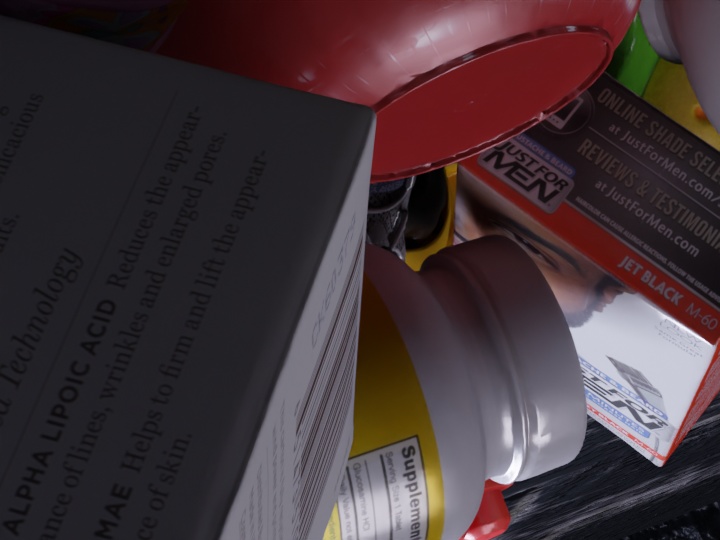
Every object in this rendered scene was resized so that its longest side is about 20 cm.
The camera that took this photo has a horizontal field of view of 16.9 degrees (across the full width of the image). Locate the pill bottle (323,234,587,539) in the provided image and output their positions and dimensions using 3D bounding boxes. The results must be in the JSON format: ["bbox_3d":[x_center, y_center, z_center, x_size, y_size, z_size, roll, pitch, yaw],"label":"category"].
[{"bbox_3d":[-0.031,0.056,0.817,0.200,0.113,0.112,-18,165,-18],"label":"pill bottle"}]

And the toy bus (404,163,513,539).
[{"bbox_3d":[0.022,0.030,1.064,0.200,0.192,0.136,-9,159,-48],"label":"toy bus"}]

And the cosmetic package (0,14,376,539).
[{"bbox_3d":[-0.114,0.041,0.650,0.200,0.165,0.165,14,145,8],"label":"cosmetic package"}]

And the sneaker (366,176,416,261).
[{"bbox_3d":[0.000,0.000,0.910,0.075,0.082,0.200,-19,135,-38],"label":"sneaker"}]

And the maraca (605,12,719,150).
[{"bbox_3d":[0.126,-0.078,1.004,0.137,0.107,0.200,-61,161,-19],"label":"maraca"}]

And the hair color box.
[{"bbox_3d":[0.094,0.000,0.904,0.064,0.111,0.200,-51,168,-13],"label":"hair color box"}]

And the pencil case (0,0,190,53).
[{"bbox_3d":[-0.113,-0.068,0.719,0.087,0.088,0.200,-14,162,-33],"label":"pencil case"}]

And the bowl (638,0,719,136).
[{"bbox_3d":[0.149,-0.115,0.820,0.090,0.202,0.201,5,178,25],"label":"bowl"}]

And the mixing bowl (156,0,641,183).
[{"bbox_3d":[0.015,-0.097,0.761,0.200,0.109,0.200,-22,166,-6],"label":"mixing bowl"}]
